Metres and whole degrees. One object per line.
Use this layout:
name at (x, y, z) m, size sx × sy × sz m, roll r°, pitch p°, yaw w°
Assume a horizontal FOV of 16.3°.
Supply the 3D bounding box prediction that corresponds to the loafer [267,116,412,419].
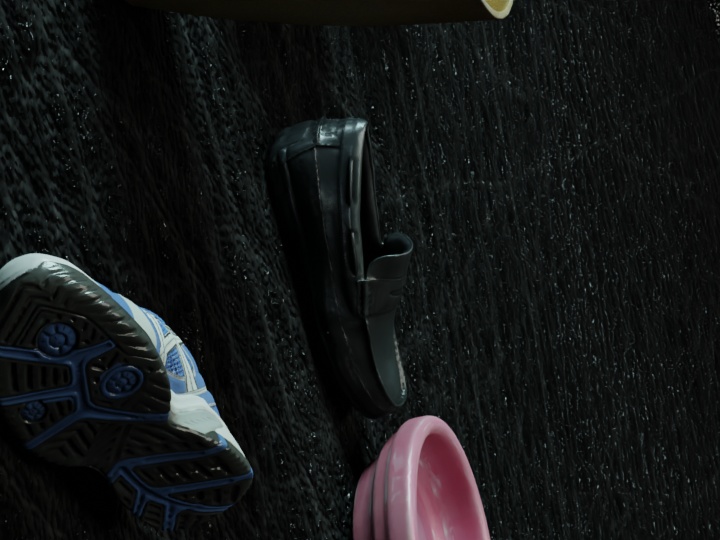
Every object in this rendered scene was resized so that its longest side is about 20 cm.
loafer at (0.000, 0.000, 1.563) m, size 0.068 × 0.070 × 0.201 m, roll -64°, pitch 141°, yaw -65°

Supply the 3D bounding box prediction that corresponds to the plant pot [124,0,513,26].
plant pot at (-0.037, -0.203, 1.325) m, size 0.186 × 0.200 × 0.186 m, roll -11°, pitch 90°, yaw -75°

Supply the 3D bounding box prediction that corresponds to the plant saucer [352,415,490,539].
plant saucer at (0.041, 0.195, 1.619) m, size 0.201 × 0.051 × 0.201 m, roll -10°, pitch 90°, yaw -75°

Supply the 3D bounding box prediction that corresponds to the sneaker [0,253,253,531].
sneaker at (-0.120, 0.047, 1.141) m, size 0.077 × 0.076 × 0.200 m, roll 63°, pitch 3°, yaw 37°
